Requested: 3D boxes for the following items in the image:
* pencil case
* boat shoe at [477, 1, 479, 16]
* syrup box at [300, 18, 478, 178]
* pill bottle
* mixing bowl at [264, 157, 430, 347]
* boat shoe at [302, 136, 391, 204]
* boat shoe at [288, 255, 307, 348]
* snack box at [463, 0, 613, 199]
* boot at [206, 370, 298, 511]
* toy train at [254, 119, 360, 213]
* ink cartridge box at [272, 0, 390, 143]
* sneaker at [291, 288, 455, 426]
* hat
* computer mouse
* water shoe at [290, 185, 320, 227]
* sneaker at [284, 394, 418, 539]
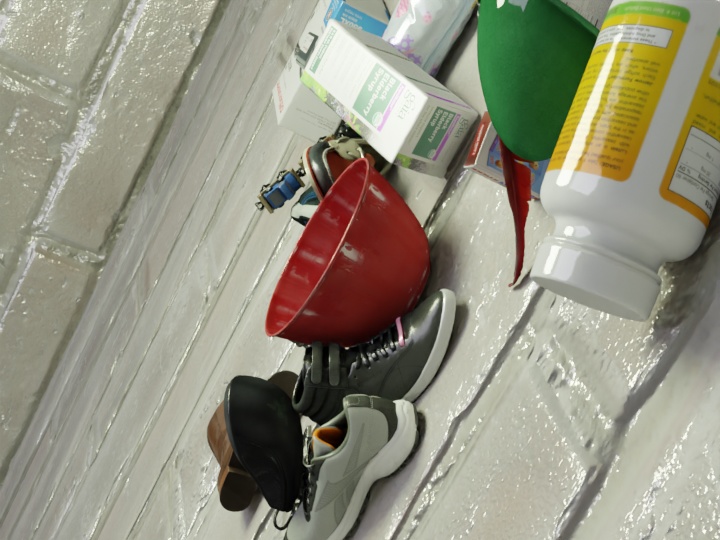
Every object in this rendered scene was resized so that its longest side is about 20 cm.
[{"bbox_3d":[0.063,-0.255,1.408,0.200,0.083,0.091,-61,26,17],"label":"pencil case"},{"bbox_3d":[0.160,-0.353,1.274,0.200,0.068,0.074,-62,19,15],"label":"boat shoe"},{"bbox_3d":[0.027,-0.184,1.309,0.200,0.081,0.079,47,116,43],"label":"syrup box"},{"bbox_3d":[0.185,-0.074,0.812,0.200,0.111,0.111,-68,19,-5],"label":"pill bottle"},{"bbox_3d":[0.000,0.000,1.222,0.200,0.108,0.200,-57,14,22],"label":"mixing bowl"},{"bbox_3d":[-0.012,-0.116,1.376,0.062,0.071,0.200,-17,4,16],"label":"boat shoe"},{"bbox_3d":[-0.071,0.015,1.496,0.067,0.057,0.200,-55,22,31],"label":"boat shoe"},{"bbox_3d":[0.158,-0.167,1.058,0.200,0.072,0.024,-69,20,-5],"label":"snack box"},{"bbox_3d":[-0.133,0.173,1.490,0.187,0.064,0.200,-61,15,9],"label":"boot"},{"bbox_3d":[-0.051,-0.140,1.550,0.200,0.034,0.046,-40,25,-5],"label":"toy train"},{"bbox_3d":[-0.043,-0.297,1.743,0.200,0.084,0.145,-60,19,22],"label":"ink cartridge box"},{"bbox_3d":[0.006,0.083,1.141,0.200,0.099,0.071,-55,21,30],"label":"sneaker"},{"bbox_3d":[0.110,-0.104,0.942,0.176,0.200,0.166,-53,10,1],"label":"hat"},{"bbox_3d":[-0.075,0.172,1.207,0.053,0.200,0.139,-10,49,14],"label":"computer mouse"},{"bbox_3d":[-0.034,-0.085,1.493,0.079,0.071,0.200,-60,20,-4],"label":"water shoe"},{"bbox_3d":[-0.025,0.185,1.138,0.200,0.079,0.074,-58,22,29],"label":"sneaker"}]
